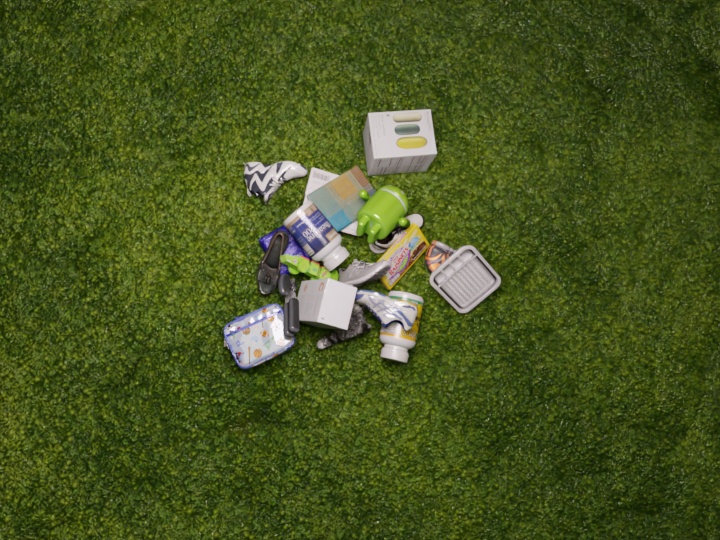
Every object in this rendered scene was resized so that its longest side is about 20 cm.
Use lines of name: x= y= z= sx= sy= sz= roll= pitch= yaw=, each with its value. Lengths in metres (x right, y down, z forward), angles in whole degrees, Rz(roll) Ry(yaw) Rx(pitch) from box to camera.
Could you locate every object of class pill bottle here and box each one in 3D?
pill bottle: x=0.120 y=0.172 z=1.577 sx=0.112 sy=0.113 sz=0.201 roll=14 pitch=79 yaw=-4
pill bottle: x=-0.126 y=-0.099 z=1.543 sx=0.111 sy=0.111 sz=0.200 roll=-42 pitch=98 yaw=-11

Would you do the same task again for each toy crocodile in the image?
toy crocodile: x=-0.151 y=-0.006 z=1.567 sx=0.199 sy=0.067 sz=0.062 roll=26 pitch=69 yaw=-28

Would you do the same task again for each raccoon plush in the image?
raccoon plush: x=-0.058 y=0.141 z=1.567 sx=0.199 sy=0.097 sz=0.135 roll=-22 pitch=86 yaw=-10

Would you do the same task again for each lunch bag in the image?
lunch bag: x=-0.304 y=0.194 z=1.547 sx=0.199 sy=0.076 sz=0.161 roll=-23 pitch=81 yaw=-11

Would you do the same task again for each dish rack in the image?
dish rack: x=0.319 y=0.023 z=1.607 sx=0.172 sy=0.044 sz=0.200 roll=-42 pitch=117 yaw=10

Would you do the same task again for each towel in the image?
towel: x=-0.200 y=-0.086 z=1.617 sx=0.199 sy=0.050 sz=0.148 roll=-31 pitch=84 yaw=-10
towel: x=-0.049 y=-0.221 z=1.620 sx=0.200 sy=0.022 sz=0.147 roll=-35 pitch=90 yaw=-19

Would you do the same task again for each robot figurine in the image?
robot figurine: x=0.068 y=-0.176 z=1.573 sx=0.175 sy=0.116 sz=0.200 roll=34 pitch=63 yaw=13

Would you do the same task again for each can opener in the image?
can opener: x=-0.215 y=0.103 z=1.537 sx=0.066 sy=0.053 sz=0.201 roll=21 pitch=42 yaw=-35

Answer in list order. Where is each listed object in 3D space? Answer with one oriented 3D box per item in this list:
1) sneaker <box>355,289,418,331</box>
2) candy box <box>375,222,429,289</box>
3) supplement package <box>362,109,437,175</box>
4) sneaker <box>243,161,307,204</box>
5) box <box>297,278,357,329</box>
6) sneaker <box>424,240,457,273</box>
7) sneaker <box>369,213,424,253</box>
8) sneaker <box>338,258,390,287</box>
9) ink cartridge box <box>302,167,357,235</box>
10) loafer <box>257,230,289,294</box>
sneaker: x=0.063 y=0.116 z=1.499 sx=0.199 sy=0.075 sz=0.089 roll=15 pitch=80 yaw=10
candy box: x=0.128 y=-0.044 z=1.630 sx=0.200 sy=0.026 sz=0.102 roll=-48 pitch=126 yaw=-11
supplement package: x=0.121 y=-0.406 z=1.655 sx=0.198 sy=0.151 sz=0.153 roll=-6 pitch=80 yaw=-7
sneaker: x=-0.266 y=-0.268 z=1.627 sx=0.198 sy=0.079 sz=0.131 roll=1 pitch=82 yaw=-6
box: x=-0.108 y=0.098 z=1.510 sx=0.097 sy=0.200 sz=0.125 roll=19 pitch=79 yaw=-25
sneaker: x=0.292 y=-0.007 z=1.654 sx=0.199 sy=0.078 sz=0.113 roll=26 pitch=92 yaw=-5
sneaker: x=0.123 y=-0.120 z=1.645 sx=0.199 sy=0.080 sz=0.074 roll=-33 pitch=83 yaw=-12
sneaker: x=0.000 y=0.000 z=1.561 sx=0.075 sy=0.199 sz=0.083 roll=-6 pitch=77 yaw=-51
ink cartridge box: x=-0.081 y=-0.212 z=1.643 sx=0.199 sy=0.045 sz=0.177 roll=16 pitch=78 yaw=-10
loafer: x=-0.266 y=-0.024 z=1.552 sx=0.071 sy=0.063 sz=0.201 roll=16 pitch=91 yaw=-3
